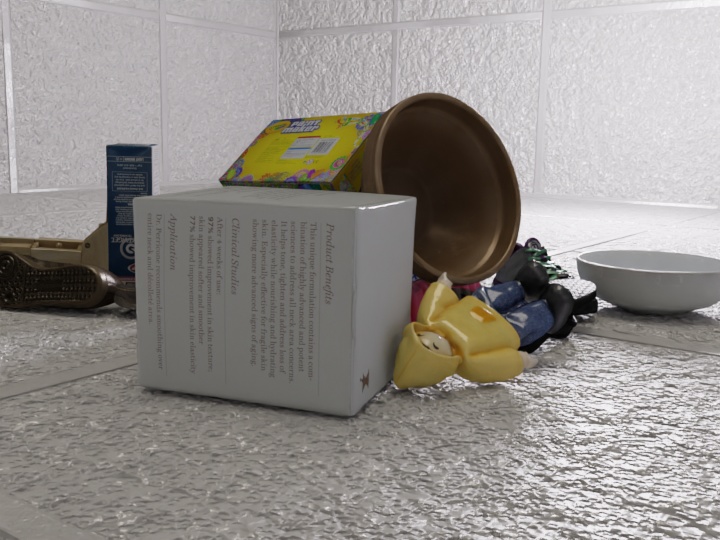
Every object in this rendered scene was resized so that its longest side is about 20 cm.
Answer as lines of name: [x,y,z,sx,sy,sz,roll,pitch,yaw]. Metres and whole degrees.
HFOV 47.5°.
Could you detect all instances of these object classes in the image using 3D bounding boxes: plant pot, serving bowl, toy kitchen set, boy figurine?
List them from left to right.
toy kitchen set: [-0.444,-0.086,1.246,0.200,0.181,0.163,3,7,-17]
plant pot: [0.069,-0.076,0.864,0.201,0.201,0.093,-6,-7,-38]
boy figurine: [0.102,0.050,0.755,0.200,0.064,0.124,-18,56,-36]
serving bowl: [0.383,0.018,1.073,0.200,0.066,0.200,2,9,0]

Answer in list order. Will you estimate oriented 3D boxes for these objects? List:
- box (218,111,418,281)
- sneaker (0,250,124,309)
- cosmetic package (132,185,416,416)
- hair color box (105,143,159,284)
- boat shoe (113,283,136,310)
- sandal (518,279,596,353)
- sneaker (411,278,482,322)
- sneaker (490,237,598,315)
box: [-0.028,-0.076,0.993,0.200,0.193,0.122,7,51,43]
sneaker: [-0.388,0.021,1.022,0.200,0.071,0.076,8,-8,20]
cosmetic package: [-0.070,0.015,0.723,0.200,0.168,0.166,5,10,19]
hair color box: [-0.303,-0.068,1.095,0.060,0.200,0.100,0,9,-8]
boat shoe: [-0.220,0.008,1.033,0.074,0.073,0.200,9,12,41]
sandal: [0.197,0.057,0.906,0.075,0.048,0.200,10,26,39]
sneaker: [0.048,0.043,0.891,0.200,0.079,0.095,-3,-1,-31]
sneaker: [0.233,0.004,1.068,0.074,0.088,0.200,-3,10,-24]
